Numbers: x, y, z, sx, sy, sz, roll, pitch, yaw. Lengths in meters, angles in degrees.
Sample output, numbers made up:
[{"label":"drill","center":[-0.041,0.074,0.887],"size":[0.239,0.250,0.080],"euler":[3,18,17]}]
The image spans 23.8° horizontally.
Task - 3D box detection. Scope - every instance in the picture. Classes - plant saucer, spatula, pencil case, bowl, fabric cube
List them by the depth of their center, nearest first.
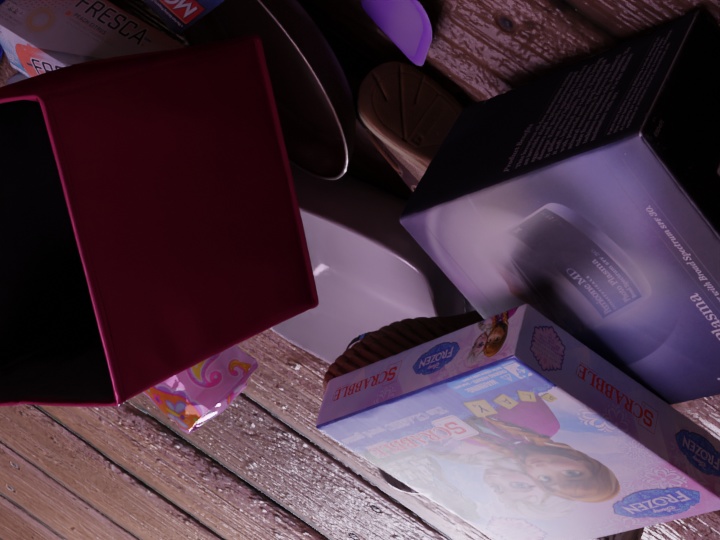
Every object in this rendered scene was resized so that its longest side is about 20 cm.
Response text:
[{"label":"spatula","center":[-0.033,-0.207,1.133],"size":[0.200,0.021,0.057],"euler":[33,152,6]},{"label":"fabric cube","center":[-0.179,-0.035,1.138],"size":[0.199,0.199,0.197],"euler":[-3,106,40]},{"label":"plant saucer","center":[-0.066,-0.152,1.191],"size":[0.200,0.032,0.200],"euler":[44,162,18]},{"label":"bowl","center":[0.000,0.000,1.336],"size":[0.199,0.075,0.200],"euler":[24,150,24]},{"label":"pencil case","center":[-0.174,0.036,1.351],"size":[0.200,0.087,0.087],"euler":[44,151,2]}]

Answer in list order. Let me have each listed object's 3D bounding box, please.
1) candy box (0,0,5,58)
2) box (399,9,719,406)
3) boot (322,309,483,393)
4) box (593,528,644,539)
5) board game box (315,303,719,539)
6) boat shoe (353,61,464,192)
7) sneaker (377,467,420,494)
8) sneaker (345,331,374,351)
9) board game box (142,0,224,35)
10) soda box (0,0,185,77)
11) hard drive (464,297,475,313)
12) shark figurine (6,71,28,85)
[{"label":"candy box","center":[-0.381,-0.150,1.428],"size":[0.077,0.169,0.200],"euler":[40,150,2]},{"label":"box","center":[0.169,-0.022,1.058],"size":[0.198,0.123,0.200],"euler":[-19,121,46]},{"label":"boot","center":[0.080,0.110,1.233],"size":[0.072,0.199,0.167],"euler":[-133,28,-60]},{"label":"box","center":[0.144,0.187,1.464],"size":[0.199,0.068,0.082],"euler":[23,149,21]},{"label":"board game box","center":[0.107,0.112,1.116],"size":[0.199,0.041,0.200],"euler":[34,145,-25]},{"label":"boat shoe","center":[0.073,-0.063,1.191],"size":[0.200,0.072,0.072],"euler":[39,165,-6]},{"label":"sneaker","center":[0.117,0.121,1.389],"size":[0.199,0.106,0.075],"euler":[-1,134,19]},{"label":"sneaker","center":[0.053,0.139,1.302],"size":[0.200,0.077,0.076],"euler":[42,127,-13]},{"label":"board game box","center":[-0.137,-0.248,1.029],"size":[0.199,0.062,0.200],"euler":[-32,129,16]},{"label":"soda box","center":[-0.186,-0.152,1.289],"size":[0.200,0.068,0.064],"euler":[32,158,26]},{"label":"hard drive","center":[0.139,0.035,1.294],"size":[0.131,0.026,0.200],"euler":[22,147,23]},{"label":"shark figurine","center":[-0.262,-0.132,1.417],"size":[0.214,0.090,0.128],"euler":[8,139,37]}]
